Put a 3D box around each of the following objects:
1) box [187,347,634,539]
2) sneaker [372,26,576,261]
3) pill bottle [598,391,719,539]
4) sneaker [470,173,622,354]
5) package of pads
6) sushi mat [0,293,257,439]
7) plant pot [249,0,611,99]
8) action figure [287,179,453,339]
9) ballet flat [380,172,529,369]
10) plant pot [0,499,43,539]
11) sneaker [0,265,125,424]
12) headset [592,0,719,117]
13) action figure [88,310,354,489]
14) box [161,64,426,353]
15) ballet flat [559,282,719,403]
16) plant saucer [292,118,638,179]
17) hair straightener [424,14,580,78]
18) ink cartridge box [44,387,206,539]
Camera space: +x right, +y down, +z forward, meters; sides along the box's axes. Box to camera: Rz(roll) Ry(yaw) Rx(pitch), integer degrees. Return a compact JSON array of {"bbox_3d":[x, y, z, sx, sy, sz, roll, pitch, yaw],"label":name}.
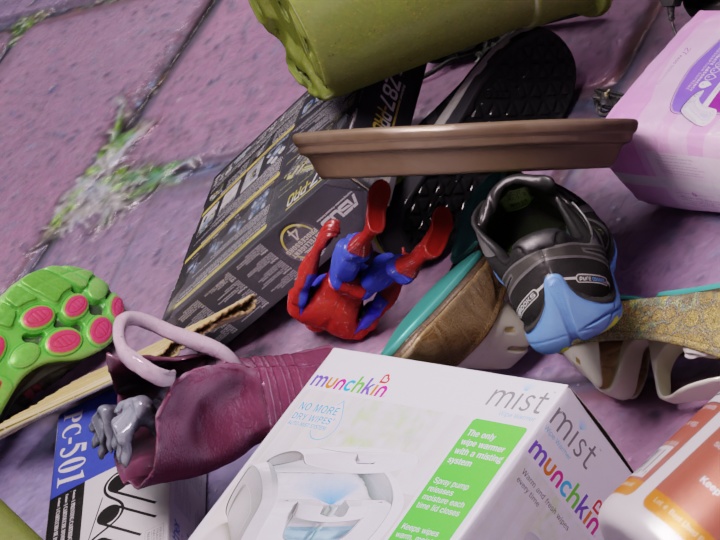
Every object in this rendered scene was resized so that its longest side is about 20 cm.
[{"bbox_3d":[0.023,0.144,1.385,0.199,0.097,0.177,7,53,52],"label":"box"},{"bbox_3d":[0.057,-0.088,1.700,0.200,0.072,0.083,-48,30,-19],"label":"sneaker"},{"bbox_3d":[0.219,0.090,1.237,0.200,0.112,0.112,-41,30,-10],"label":"pill bottle"},{"bbox_3d":[0.100,-0.021,1.418,0.070,0.083,0.200,-21,17,4],"label":"sneaker"},{"bbox_3d":[0.243,-0.089,1.506,0.199,0.076,0.121,10,56,52],"label":"package of pads"},{"bbox_3d":[-0.155,0.064,1.686,0.199,0.012,0.095,-25,3,45],"label":"sushi mat"},{"bbox_3d":[0.026,-0.205,1.620,0.189,0.201,0.200,-29,28,-9],"label":"plant pot"},{"bbox_3d":[0.000,0.000,1.593,0.200,0.065,0.052,132,154,-61],"label":"action figure"},{"bbox_3d":[0.075,0.015,1.531,0.068,0.072,0.200,-42,10,35],"label":"ballet flat"},{"bbox_3d":[-0.233,0.201,1.457,0.189,0.201,0.200,30,64,21],"label":"plant pot"},{"bbox_3d":[-0.246,0.065,1.789,0.200,0.077,0.084,-38,-2,-33],"label":"sneaker"},{"bbox_3d":[0.210,-0.187,1.643,0.094,0.123,0.201,2,67,49],"label":"headset"},{"bbox_3d":[-0.057,0.069,1.520,0.199,0.150,0.134,-8,36,-16],"label":"action figure"},{"bbox_3d":[-0.043,-0.054,1.719,0.200,0.049,0.162,-40,21,37],"label":"box"},{"bbox_3d":[0.161,0.040,1.427,0.199,0.071,0.071,-3,43,47],"label":"ballet flat"},{"bbox_3d":[0.060,-0.069,1.485,0.198,0.030,0.200,-2,3,0],"label":"plant saucer"},{"bbox_3d":[0.086,-0.176,1.826,0.199,0.041,0.077,-10,39,38],"label":"hair straightener"},{"bbox_3d":[-0.145,0.144,1.608,0.094,0.044,0.200,-27,30,14],"label":"ink cartridge box"}]
